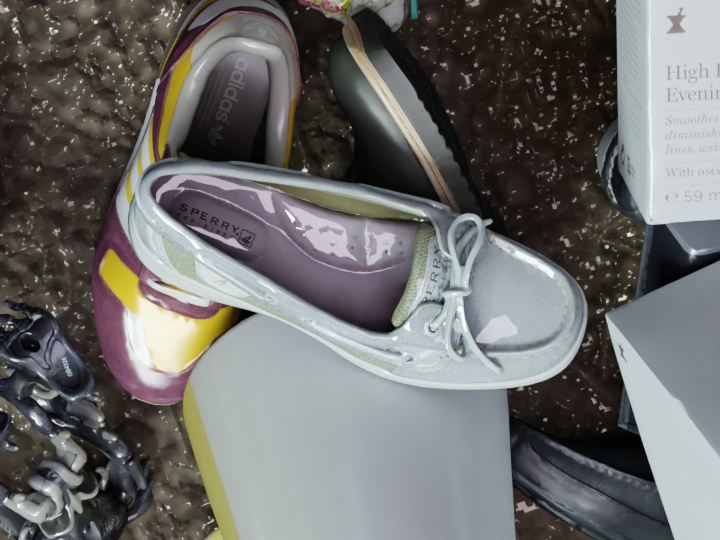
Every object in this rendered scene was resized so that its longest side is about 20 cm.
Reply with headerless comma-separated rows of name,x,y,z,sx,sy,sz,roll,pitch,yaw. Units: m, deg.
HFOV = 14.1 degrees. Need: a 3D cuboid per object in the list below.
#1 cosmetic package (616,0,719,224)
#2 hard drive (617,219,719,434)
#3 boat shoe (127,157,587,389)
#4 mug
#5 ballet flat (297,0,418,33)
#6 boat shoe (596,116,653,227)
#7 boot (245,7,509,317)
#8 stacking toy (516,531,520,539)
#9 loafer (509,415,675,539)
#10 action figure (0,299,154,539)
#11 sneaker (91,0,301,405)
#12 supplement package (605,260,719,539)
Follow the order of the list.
cosmetic package,0.162,-0.127,1.237,0.101,0.074,0.201,-6,113,-5
hard drive,0.223,0.019,1.344,0.199,0.042,0.135,-4,119,-18
boat shoe,0.000,-0.002,1.223,0.201,0.065,0.075,20,81,-2
mug,0.002,0.123,1.298,0.149,0.154,0.187,-3,141,-12
ballet flat,0.002,-0.200,1.268,0.064,0.076,0.201,5,105,1
boat shoe,0.201,-0.083,1.329,0.200,0.060,0.076,-39,107,7
boot,-0.009,-0.010,1.307,0.138,0.078,0.200,-22,124,7
stacking toy,-0.015,0.177,1.389,0.199,0.085,0.086,-19,109,8
loafer,0.152,0.106,1.384,0.200,0.068,0.071,23,96,-17
action figure,-0.157,0.091,1.327,0.119,0.102,0.200,-46,153,-23
sneaker,-0.076,-0.026,1.304,0.075,0.090,0.201,10,106,-9
supplement package,0.244,0.077,1.243,0.199,0.191,0.147,-24,123,-6
